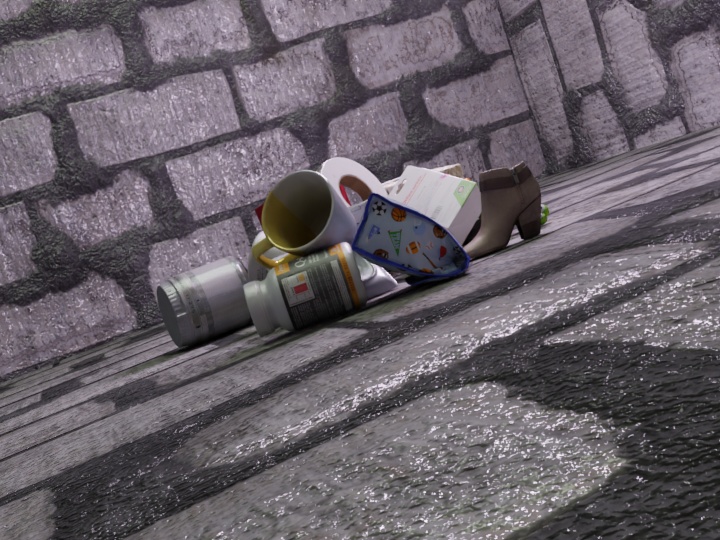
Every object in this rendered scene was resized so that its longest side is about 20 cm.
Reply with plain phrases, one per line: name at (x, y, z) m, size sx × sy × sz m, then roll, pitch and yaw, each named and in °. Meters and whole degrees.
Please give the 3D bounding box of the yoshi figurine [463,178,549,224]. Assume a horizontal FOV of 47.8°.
yoshi figurine at (0.302, -0.150, 1.722) m, size 0.196 × 0.115 × 0.112 m, roll 12°, pitch 9°, yaw 17°

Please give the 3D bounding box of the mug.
mug at (-0.095, -0.082, 1.488) m, size 0.183 × 0.153 × 0.153 m, roll -3°, pitch -18°, yaw 26°

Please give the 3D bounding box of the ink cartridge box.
ink cartridge box at (0.154, -0.140, 1.707) m, size 0.198 × 0.067 × 0.118 m, roll 24°, pitch 77°, yaw 44°

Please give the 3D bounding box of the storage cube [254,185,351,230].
storage cube at (-0.107, -0.094, 1.873) m, size 0.198 × 0.183 × 0.171 m, roll -26°, pitch -10°, yaw 17°

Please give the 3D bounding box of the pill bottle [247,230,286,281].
pill bottle at (-0.122, -0.006, 1.668) m, size 0.196 × 0.117 × 0.114 m, roll 13°, pitch 11°, yaw 11°

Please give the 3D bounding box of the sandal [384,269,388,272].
sandal at (0.025, -0.019, 1.663) m, size 0.042 × 0.078 × 0.200 m, roll 4°, pitch 14°, yaw -11°

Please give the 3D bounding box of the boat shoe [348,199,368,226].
boat shoe at (-0.051, -0.104, 1.613) m, size 0.197 × 0.067 × 0.073 m, roll -8°, pitch 13°, yaw 29°

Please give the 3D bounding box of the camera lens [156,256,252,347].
camera lens at (-0.341, 0.070, 1.838) m, size 0.197 × 0.163 × 0.159 m, roll -21°, pitch 4°, yaw -25°

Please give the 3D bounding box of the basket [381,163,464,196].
basket at (0.153, -0.134, 1.918) m, size 0.196 × 0.204 × 0.160 m, roll -22°, pitch 7°, yaw -37°

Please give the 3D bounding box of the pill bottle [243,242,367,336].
pill bottle at (-0.095, 0.036, 1.402) m, size 0.196 × 0.119 × 0.116 m, roll -19°, pitch 4°, yaw -3°

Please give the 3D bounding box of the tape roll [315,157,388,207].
tape roll at (-0.015, -0.158, 1.791) m, size 0.201 × 0.204 × 0.037 m, roll -23°, pitch -15°, yaw -50°

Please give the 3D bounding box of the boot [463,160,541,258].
boot at (0.254, -0.116, 1.544) m, size 0.197 × 0.149 × 0.070 m, roll -21°, pitch 6°, yaw -14°

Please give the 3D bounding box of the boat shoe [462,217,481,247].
boat shoe at (0.242, -0.081, 1.757) m, size 0.070 × 0.062 × 0.201 m, roll -19°, pitch 4°, yaw -9°

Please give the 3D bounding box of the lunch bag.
lunch bag at (0.087, -0.043, 1.413) m, size 0.197 × 0.126 × 0.170 m, roll 20°, pitch 2°, yaw -2°

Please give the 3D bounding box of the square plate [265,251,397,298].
square plate at (-0.059, 0.001, 1.544) m, size 0.197 × 0.029 × 0.198 m, roll -21°, pitch 41°, yaw -20°
